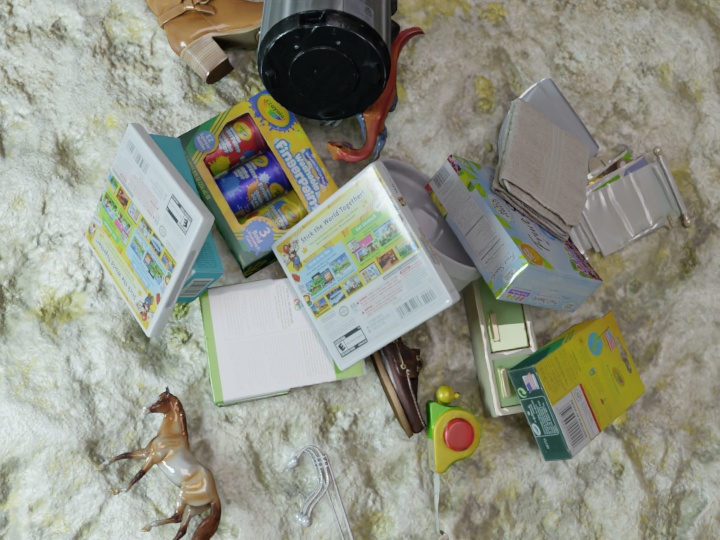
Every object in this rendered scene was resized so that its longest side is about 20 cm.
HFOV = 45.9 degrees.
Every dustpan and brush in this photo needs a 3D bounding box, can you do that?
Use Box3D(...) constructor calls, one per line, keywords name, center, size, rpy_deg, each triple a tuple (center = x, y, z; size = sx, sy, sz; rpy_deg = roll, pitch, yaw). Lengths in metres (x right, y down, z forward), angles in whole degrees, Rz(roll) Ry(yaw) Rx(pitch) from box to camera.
Box3D(name="dustpan and brush", center=(0.231, -0.162, 1.220), size=(0.200, 0.057, 0.140), rpy_deg=(-41, 98, -18))

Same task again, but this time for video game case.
Box3D(name="video game case", center=(0.000, 0.000, 1.019), size=(0.023, 0.199, 0.184), rpy_deg=(-23, 81, -52))
Box3D(name="video game case", center=(-0.268, -0.052, 1.058), size=(0.200, 0.023, 0.183), rpy_deg=(47, 120, 31))

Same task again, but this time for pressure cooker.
Box3D(name="pressure cooker", center=(-0.041, -0.319, 1.103), size=(0.176, 0.176, 0.202), rpy_deg=(-10, 55, 16))

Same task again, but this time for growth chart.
Box3D(name="growth chart", center=(0.372, -0.100, 1.221), size=(0.197, 0.018, 0.147), rpy_deg=(-21, 94, -9))

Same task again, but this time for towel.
Box3D(name="towel", center=(0.242, -0.139, 1.127), size=(0.132, 0.034, 0.201), rpy_deg=(33, 46, -14))

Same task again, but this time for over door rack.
Box3D(name="over door rack", center=(-0.035, 0.315, 1.041), size=(0.066, 0.148, 0.202), rpy_deg=(-29, 82, -13))

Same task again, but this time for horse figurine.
Box3D(name="horse figurine", center=(-0.239, 0.266, 1.075), size=(0.132, 0.050, 0.200), rpy_deg=(-36, 76, -22))

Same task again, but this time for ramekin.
Box3D(name="ramekin", center=(0.063, -0.039, 1.102), size=(0.200, 0.200, 0.105), rpy_deg=(43, 115, 3))

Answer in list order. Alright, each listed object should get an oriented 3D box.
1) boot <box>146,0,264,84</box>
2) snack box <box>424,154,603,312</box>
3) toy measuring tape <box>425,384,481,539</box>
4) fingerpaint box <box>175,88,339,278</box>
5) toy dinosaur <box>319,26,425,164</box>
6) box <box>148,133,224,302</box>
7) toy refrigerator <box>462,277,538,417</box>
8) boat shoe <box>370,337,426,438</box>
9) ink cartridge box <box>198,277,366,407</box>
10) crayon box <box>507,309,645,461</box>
Box3D(name="boot", center=(-0.191, -0.376, 1.209), size=(0.199, 0.077, 0.156), rpy_deg=(-38, 81, -4))
Box3D(name="snack box", center=(0.196, -0.046, 1.097), size=(0.167, 0.068, 0.201), rpy_deg=(11, 38, -42))
Box3D(name="toy measuring tape", center=(0.126, 0.252, 1.116), size=(0.072, 0.074, 0.203), rpy_deg=(-3, 87, -7))
Box3D(name="fingerpaint box", center=(-0.136, -0.122, 1.155), size=(0.165, 0.073, 0.202), rpy_deg=(-29, 83, -10))
Box3D(name="toy dinosaur", center=(0.007, -0.224, 1.149), size=(0.104, 0.201, 0.183), rpy_deg=(20, 32, -15))
Box3D(name="box", center=(-0.241, -0.066, 1.081), size=(0.049, 0.082, 0.202), rpy_deg=(1, 61, -47))
Box3D(name="toy refrigerator", center=(0.193, 0.092, 1.151), size=(0.075, 0.070, 0.203), rpy_deg=(-7, 80, -8))
Box3D(name="boat shoe", center=(0.048, 0.117, 1.129), size=(0.069, 0.070, 0.202), rpy_deg=(-22, 82, -6))
Box3D(name="ink cartridge box", center=(-0.103, 0.089, 1.117), size=(0.197, 0.076, 0.150), rpy_deg=(-9, 79, -9))
Box3D(name="crayon box", center=(0.290, 0.148, 1.121), size=(0.199, 0.051, 0.129), rpy_deg=(-24, 91, -40))
